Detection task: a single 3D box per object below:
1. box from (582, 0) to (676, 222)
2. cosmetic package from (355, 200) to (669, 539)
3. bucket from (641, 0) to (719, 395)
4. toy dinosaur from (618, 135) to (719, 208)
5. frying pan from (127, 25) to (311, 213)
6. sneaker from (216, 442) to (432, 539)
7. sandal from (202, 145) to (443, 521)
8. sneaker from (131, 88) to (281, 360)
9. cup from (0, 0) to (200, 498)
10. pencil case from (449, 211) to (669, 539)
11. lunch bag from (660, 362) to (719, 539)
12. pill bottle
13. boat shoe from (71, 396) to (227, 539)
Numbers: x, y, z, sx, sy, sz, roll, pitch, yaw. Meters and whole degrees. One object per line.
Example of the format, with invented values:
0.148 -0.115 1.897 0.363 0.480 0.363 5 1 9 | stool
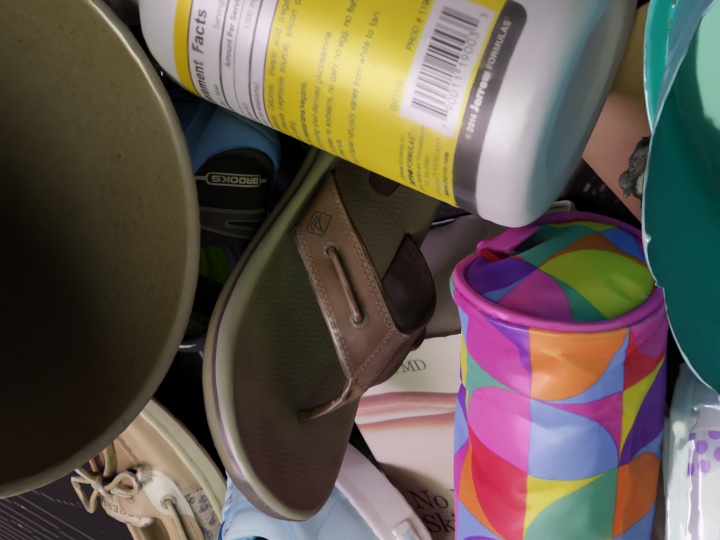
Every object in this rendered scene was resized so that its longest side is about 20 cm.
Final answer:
0.182 -0.039 0.754 0.200 0.021 0.163 46 134 -13 | box
0.076 0.080 0.867 0.103 0.087 0.201 -10 122 35 | cosmetic package
0.183 -0.047 0.621 0.205 0.135 0.209 3 112 7 | bucket
0.149 -0.036 0.727 0.088 0.048 0.201 -28 110 25 | toy dinosaur
-0.062 -0.058 0.870 0.114 0.031 0.191 13 135 19 | frying pan
-0.041 0.109 0.904 0.074 0.082 0.200 62 165 -21 | sneaker
0.000 -0.001 0.766 0.080 0.203 0.057 31 167 -40 | sandal
-0.066 0.002 0.826 0.070 0.083 0.200 19 156 12 | sneaker
-0.177 -0.010 0.710 0.201 0.201 0.143 48 146 -16 | cup
0.070 0.076 0.752 0.088 0.089 0.202 14 126 17 | pencil case
0.209 0.117 0.780 0.168 0.128 0.201 5 140 19 | lunch bag
-0.007 -0.103 0.721 0.198 0.113 0.113 24 135 15 | pill bottle
-0.098 0.128 1.006 0.073 0.063 0.201 19 145 59 | boat shoe
